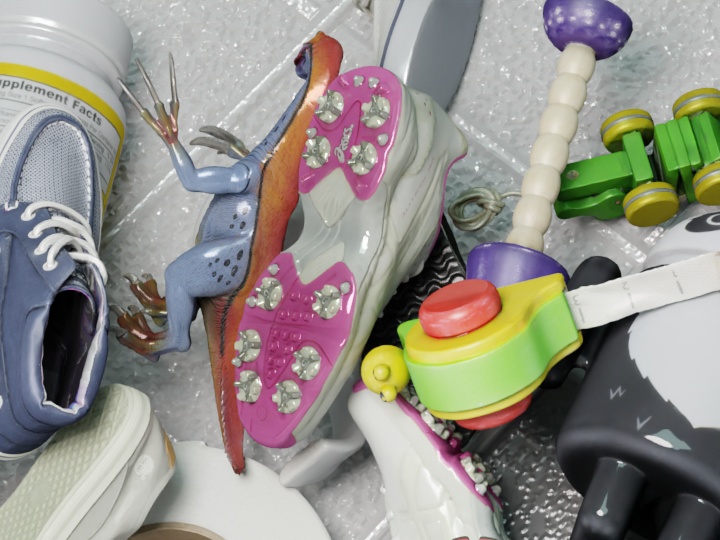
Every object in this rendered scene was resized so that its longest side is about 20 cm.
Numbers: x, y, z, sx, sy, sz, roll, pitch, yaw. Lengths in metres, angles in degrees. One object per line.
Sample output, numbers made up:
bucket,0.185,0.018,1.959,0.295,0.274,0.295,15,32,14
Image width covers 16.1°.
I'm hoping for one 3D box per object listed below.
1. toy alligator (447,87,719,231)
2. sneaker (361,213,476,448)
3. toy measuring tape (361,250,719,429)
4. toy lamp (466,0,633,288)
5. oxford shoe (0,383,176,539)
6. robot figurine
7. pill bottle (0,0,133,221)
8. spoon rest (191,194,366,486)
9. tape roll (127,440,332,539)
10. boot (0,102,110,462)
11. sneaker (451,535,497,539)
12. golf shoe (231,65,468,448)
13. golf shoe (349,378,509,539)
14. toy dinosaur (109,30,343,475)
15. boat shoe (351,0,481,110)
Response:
toy alligator,0.148,-0.049,1.403,0.198,0.054,0.060,-17,63,6
sneaker,0.029,0.001,1.397,0.069,0.090,0.202,-18,86,11
toy measuring tape,0.092,0.033,1.242,0.199,0.074,0.074,-14,60,17
toy lamp,0.098,-0.050,1.353,0.058,0.058,0.201,10,69,17
oxford shoe,-0.166,0.149,1.323,0.200,0.058,0.075,-49,36,1
robot figurine,0.175,0.065,1.294,0.124,0.150,0.201,-5,50,54
pill bottle,-0.196,-0.055,1.447,0.113,0.114,0.201,5,63,15
spoon rest,-0.041,0.027,1.399,0.099,0.060,0.201,-40,54,32
tape roll,-0.101,0.189,1.343,0.201,0.037,0.204,-5,62,10
boot,-0.156,-0.003,1.328,0.072,0.090,0.202,17,66,-30
sneaker,0.050,0.234,1.218,0.077,0.082,0.202,-3,106,10
golf shoe,0.000,0.000,1.309,0.075,0.091,0.201,24,95,41
golf shoe,0.041,0.145,1.296,0.091,0.075,0.201,-38,70,6
toy dinosaur,-0.053,-0.031,1.355,0.181,0.105,0.200,-39,90,20
boat shoe,0.028,-0.168,1.487,0.069,0.071,0.201,2,61,24
